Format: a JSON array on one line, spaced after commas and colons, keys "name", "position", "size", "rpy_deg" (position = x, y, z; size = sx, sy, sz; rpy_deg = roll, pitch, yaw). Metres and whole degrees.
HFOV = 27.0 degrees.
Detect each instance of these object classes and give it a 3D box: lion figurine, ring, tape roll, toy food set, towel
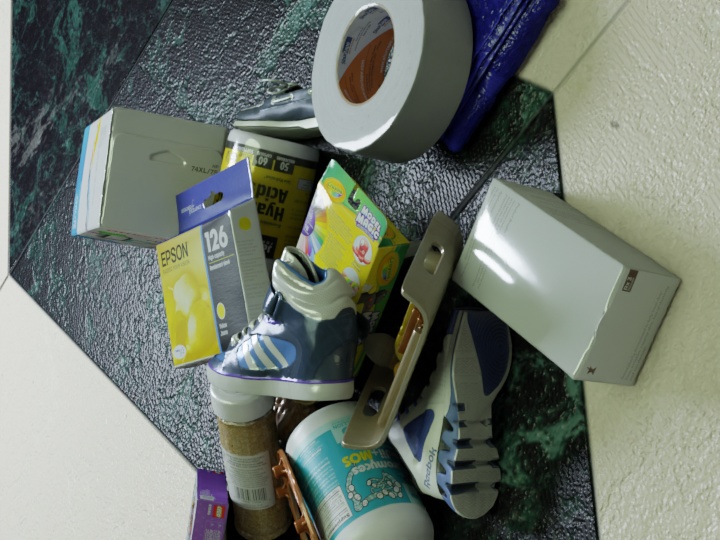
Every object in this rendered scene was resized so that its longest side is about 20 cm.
[{"name": "lion figurine", "position": [-0.120, 0.133, 1.722], "size": [0.200, 0.072, 0.123], "rpy_deg": [50, 135, 36]}, {"name": "ring", "position": [-0.057, 0.284, 1.557], "size": [0.200, 0.019, 0.203], "rpy_deg": [160, 91, -81]}, {"name": "tape roll", "position": [0.029, -0.216, 1.552], "size": [0.199, 0.066, 0.203], "rpy_deg": [-21, 64, 51]}, {"name": "toy food set", "position": [0.035, 0.059, 1.447], "size": [0.144, 0.060, 0.202], "rpy_deg": [-63, -7, -54]}, {"name": "towel", "position": [0.111, -0.242, 1.535], "size": [0.201, 0.049, 0.148], "rpy_deg": [-56, 44, 28]}]

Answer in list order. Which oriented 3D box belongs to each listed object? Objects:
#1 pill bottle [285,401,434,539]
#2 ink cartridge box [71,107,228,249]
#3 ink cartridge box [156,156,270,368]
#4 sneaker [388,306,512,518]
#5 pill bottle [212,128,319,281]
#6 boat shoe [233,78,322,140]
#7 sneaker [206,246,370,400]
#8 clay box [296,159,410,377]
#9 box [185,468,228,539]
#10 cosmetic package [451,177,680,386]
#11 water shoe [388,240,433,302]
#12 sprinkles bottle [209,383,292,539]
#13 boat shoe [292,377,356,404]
[{"name": "pill bottle", "position": [0.005, 0.239, 1.511], "size": [0.111, 0.110, 0.201], "rpy_deg": [-54, 45, 29]}, {"name": "ink cartridge box", "position": [-0.265, -0.108, 1.865], "size": [0.200, 0.145, 0.148], "rpy_deg": [174, 104, -70]}, {"name": "ink cartridge box", "position": [-0.166, -0.004, 1.662], "size": [0.197, 0.047, 0.203], "rpy_deg": [-19, 81, 57]}, {"name": "sneaker", "position": [0.078, 0.134, 1.466], "size": [0.114, 0.080, 0.202], "rpy_deg": [1, 85, 50]}, {"name": "pill bottle", "position": [-0.120, -0.054, 1.739], "size": [0.111, 0.110, 0.203], "rpy_deg": [18, 97, 52]}, {"name": "boat shoe", "position": [-0.073, -0.189, 1.739], "size": [0.199, 0.074, 0.063], "rpy_deg": [0, 83, 51]}, {"name": "sneaker", "position": [-0.079, 0.048, 1.502], "size": [0.199, 0.080, 0.149], "rpy_deg": [4, 96, 45]}, {"name": "clay box", "position": [-0.018, -0.001, 1.523], "size": [0.115, 0.047, 0.202], "rpy_deg": [49, 131, 36]}, {"name": "box", "position": [-0.179, 0.312, 1.709], "size": [0.200, 0.039, 0.139], "rpy_deg": [-156, 75, -83]}, {"name": "cosmetic package", "position": [0.182, 0.008, 1.362], "size": [0.200, 0.080, 0.114], "rpy_deg": [42, 115, 47]}, {"name": "water shoe", "position": [0.000, 0.000, 1.605], "size": [0.199, 0.071, 0.080], "rpy_deg": [-35, 52, 41]}, {"name": "sprinkles bottle", "position": [-0.118, 0.201, 1.634], "size": [0.068, 0.068, 0.202], "rpy_deg": [42, 146, 48]}, {"name": "boat shoe", "position": [-0.078, 0.096, 1.643], "size": [0.199, 0.064, 0.074], "rpy_deg": [32, 114, 50]}]
